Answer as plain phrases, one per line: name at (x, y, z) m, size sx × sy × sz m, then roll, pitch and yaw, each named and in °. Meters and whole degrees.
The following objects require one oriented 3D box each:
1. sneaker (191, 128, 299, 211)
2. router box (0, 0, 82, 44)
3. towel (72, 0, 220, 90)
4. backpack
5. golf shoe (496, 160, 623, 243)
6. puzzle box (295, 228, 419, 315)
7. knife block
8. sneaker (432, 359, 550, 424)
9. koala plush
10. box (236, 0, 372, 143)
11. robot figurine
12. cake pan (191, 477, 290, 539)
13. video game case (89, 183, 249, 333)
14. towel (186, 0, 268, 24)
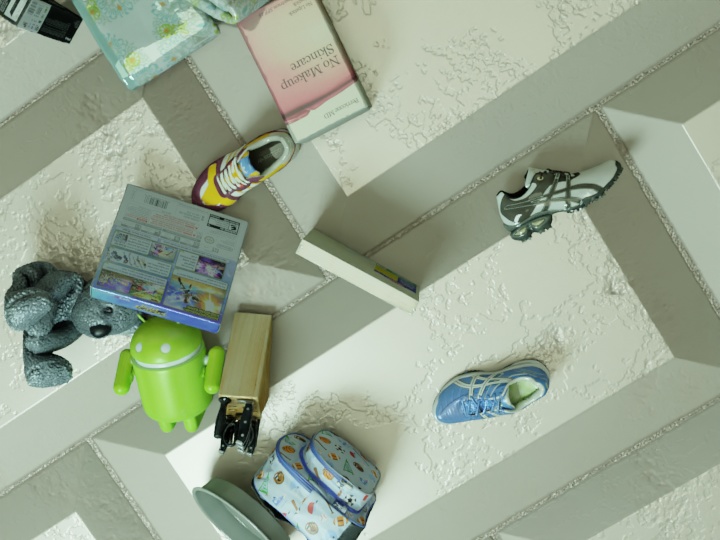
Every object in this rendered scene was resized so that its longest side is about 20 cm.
sneaker at (-0.187, -0.155, 1.409) m, size 0.199 × 0.090 × 0.075 m, roll -35°, pitch 95°, yaw 9°
router box at (-0.514, -0.404, 1.338) m, size 0.148 × 0.200 × 0.051 m, roll 33°, pitch 97°, yaw -1°
towel at (-0.337, -0.406, 1.395) m, size 0.170 × 0.048 × 0.201 m, roll -30°, pitch 96°, yaw 9°
backpack at (-0.068, 0.342, 1.438) m, size 0.189 × 0.200 × 0.155 m, roll 31°, pitch 94°, yaw 6°
golf shoe at (0.301, -0.128, 1.389) m, size 0.199 × 0.078 × 0.095 m, roll -31°, pitch 96°, yaw 7°
puzzle box at (0.000, 0.000, 1.400) m, size 0.199 × 0.133 × 0.026 m, roll 29°, pitch 100°, yaw 0°
knife block at (-0.183, 0.180, 1.419) m, size 0.063 × 0.176 × 0.202 m, roll 4°, pitch 99°, yaw 1°
sneaker at (0.206, 0.196, 1.445) m, size 0.198 × 0.077 × 0.076 m, roll -23°, pitch 98°, yaw 9°
koala plush at (-0.434, 0.057, 1.434) m, size 0.198 × 0.184 × 0.179 m, roll -9°, pitch 126°, yaw -8°
box at (-0.082, -0.307, 1.369) m, size 0.127 × 0.109 × 0.201 m, roll -26°, pitch 96°, yaw 7°
robot figurine at (-0.298, 0.157, 1.440) m, size 0.173 × 0.116 × 0.202 m, roll -1°, pitch 117°, yaw 10°
cake pan at (-0.185, 0.405, 1.462) m, size 0.200 × 0.200 × 0.037 m, roll 44°, pitch 62°, yaw -3°
video game case at (-0.289, -0.018, 1.395) m, size 0.198 × 0.045 × 0.183 m, roll 17°, pitch 62°, yaw -10°
towel at (-0.211, -0.444, 1.325) m, size 0.199 × 0.171 × 0.048 m, roll 31°, pitch 143°, yaw 10°
